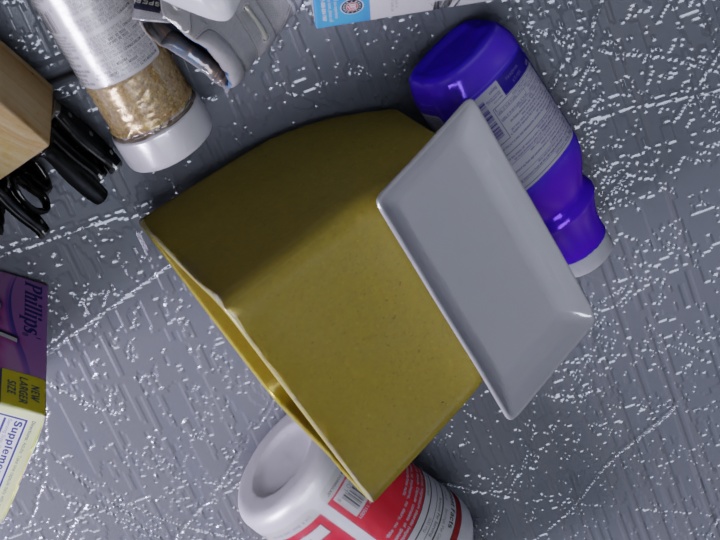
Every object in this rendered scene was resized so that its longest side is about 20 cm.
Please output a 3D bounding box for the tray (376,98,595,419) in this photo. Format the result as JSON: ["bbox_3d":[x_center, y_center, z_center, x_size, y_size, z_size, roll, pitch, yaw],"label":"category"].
[{"bbox_3d":[0.082,-0.006,1.541,0.107,0.022,0.200,-48,122,-27],"label":"tray"}]

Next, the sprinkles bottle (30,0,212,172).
[{"bbox_3d":[-0.174,-0.163,1.556,0.068,0.068,0.200,-25,119,7],"label":"sprinkles bottle"}]

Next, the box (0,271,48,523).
[{"bbox_3d":[-0.326,0.064,1.603,0.199,0.176,0.097,18,116,-16],"label":"box"}]

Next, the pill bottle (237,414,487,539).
[{"bbox_3d":[0.012,0.196,1.758,0.200,0.112,0.112,38,109,-24],"label":"pill bottle"}]

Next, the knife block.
[{"bbox_3d":[-0.245,-0.113,1.556,0.175,0.064,0.201,3,134,-8],"label":"knife block"}]

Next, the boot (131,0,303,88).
[{"bbox_3d":[-0.123,-0.206,1.509,0.200,0.073,0.096,42,72,-32],"label":"boot"}]

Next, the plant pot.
[{"bbox_3d":[0.000,0.000,1.605,0.200,0.195,0.194,-39,118,-6],"label":"plant pot"}]

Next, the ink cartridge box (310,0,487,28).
[{"bbox_3d":[0.060,-0.231,1.519,0.199,0.068,0.116,-9,156,-2],"label":"ink cartridge box"}]

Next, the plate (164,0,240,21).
[{"bbox_3d":[-0.140,-0.282,1.435,0.199,0.032,0.200,21,99,-1],"label":"plate"}]

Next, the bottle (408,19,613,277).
[{"bbox_3d":[0.114,-0.082,1.634,0.084,0.065,0.200,-47,120,-18],"label":"bottle"}]
